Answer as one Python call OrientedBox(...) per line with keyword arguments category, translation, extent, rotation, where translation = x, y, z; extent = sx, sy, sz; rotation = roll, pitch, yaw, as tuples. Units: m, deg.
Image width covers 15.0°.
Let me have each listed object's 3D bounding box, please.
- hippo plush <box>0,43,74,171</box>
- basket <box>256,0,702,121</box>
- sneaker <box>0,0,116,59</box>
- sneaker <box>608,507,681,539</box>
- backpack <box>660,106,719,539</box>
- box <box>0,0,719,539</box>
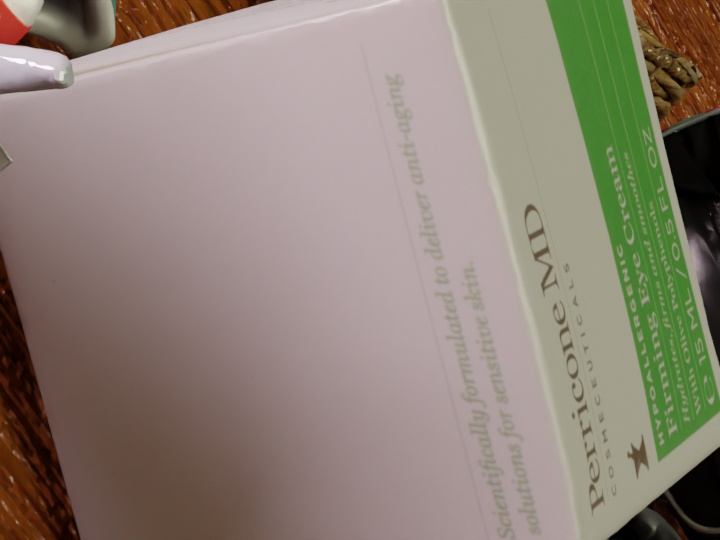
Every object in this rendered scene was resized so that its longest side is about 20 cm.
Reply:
OrientedBox(category="hippo plush", translation=(-0.221, -0.064, 0.774), extent=(0.161, 0.159, 0.200), rotation=(-39, 90, -29))
OrientedBox(category="basket", translation=(0.031, -0.096, 1.262), extent=(0.143, 0.149, 0.200), rotation=(45, 14, 35))
OrientedBox(category="sneaker", translation=(-0.150, -0.126, 0.965), extent=(0.199, 0.070, 0.094), rotation=(13, 53, -59))
OrientedBox(category="sneaker", translation=(0.090, 0.170, 1.123), extent=(0.077, 0.112, 0.201), rotation=(-20, 88, -61))
OrientedBox(category="backpack", translation=(0.203, 0.020, 1.361), extent=(0.151, 0.177, 0.201), rotation=(30, 36, -79))
OrientedBox(category="box", translation=(0.000, 0.000, 0.976), extent=(0.171, 0.199, 0.200), rotation=(-26, 103, -60))
